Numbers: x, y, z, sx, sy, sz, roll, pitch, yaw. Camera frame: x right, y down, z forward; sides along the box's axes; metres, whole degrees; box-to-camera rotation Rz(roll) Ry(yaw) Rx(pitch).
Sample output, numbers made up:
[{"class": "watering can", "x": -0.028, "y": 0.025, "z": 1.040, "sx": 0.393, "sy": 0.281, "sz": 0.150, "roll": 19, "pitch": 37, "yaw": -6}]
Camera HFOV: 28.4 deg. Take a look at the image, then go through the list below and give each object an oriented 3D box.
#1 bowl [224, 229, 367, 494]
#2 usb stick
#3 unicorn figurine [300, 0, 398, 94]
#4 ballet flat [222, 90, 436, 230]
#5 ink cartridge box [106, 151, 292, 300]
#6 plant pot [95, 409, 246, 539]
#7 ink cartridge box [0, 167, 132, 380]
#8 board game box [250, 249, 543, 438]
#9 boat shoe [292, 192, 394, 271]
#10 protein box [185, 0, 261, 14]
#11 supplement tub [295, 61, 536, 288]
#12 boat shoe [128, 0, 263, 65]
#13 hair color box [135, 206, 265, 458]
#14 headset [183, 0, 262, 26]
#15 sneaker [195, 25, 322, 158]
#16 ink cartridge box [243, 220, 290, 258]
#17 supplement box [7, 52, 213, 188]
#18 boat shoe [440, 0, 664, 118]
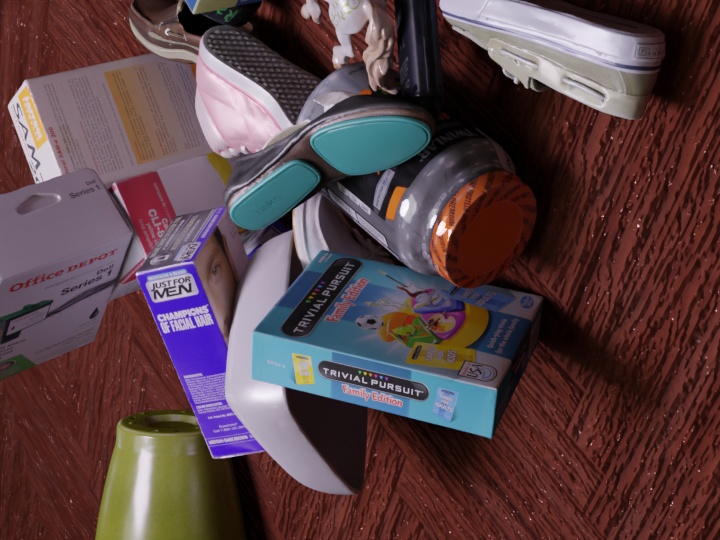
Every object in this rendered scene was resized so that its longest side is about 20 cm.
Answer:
[{"class": "bowl", "x": -0.058, "y": 0.088, "z": 1.279, "sx": 0.200, "sy": 0.074, "sz": 0.202, "roll": 56, "pitch": -151, "yaw": -49}, {"class": "usb stick", "x": 0.044, "y": -0.211, "z": 1.116, "sx": 0.056, "sy": 0.032, "sz": 0.202, "roll": 121, "pitch": 148, "yaw": -68}, {"class": "unicorn figurine", "x": -0.033, "y": -0.237, "z": 1.135, "sx": 0.199, "sy": 0.074, "sz": 0.138, "roll": 37, "pitch": 165, "yaw": 20}, {"class": "ballet flat", "x": -0.030, "y": -0.100, "z": 1.106, "sx": 0.199, "sy": 0.068, "sz": 0.069, "roll": -23, "pitch": 47, "yaw": 28}, {"class": "ink cartridge box", "x": -0.168, "y": -0.054, "z": 1.422, "sx": 0.145, "sy": 0.199, "sz": 0.084, "roll": -35, "pitch": 79, "yaw": 56}, {"class": "plant pot", "x": -0.224, "y": 0.273, "z": 1.693, "sx": 0.200, "sy": 0.199, "sz": 0.195, "roll": 12, "pitch": 103, "yaw": 53}, {"class": "ink cartridge box", "x": -0.312, "y": 0.010, "z": 1.348, "sx": 0.085, "sy": 0.145, "sz": 0.200, "roll": 54, "pitch": 145, "yaw": 17}, {"class": "board game box", "x": 0.032, "y": 0.053, "z": 1.137, "sx": 0.198, "sy": 0.151, "sz": 0.047, "roll": 12, "pitch": 120, "yaw": 16}, {"class": "boat shoe", "x": 0.000, "y": 0.000, "z": 1.274, "sx": 0.069, "sy": 0.071, "sz": 0.201, "roll": -5, "pitch": 138, "yaw": 24}, {"class": "protein box", "x": -0.105, "y": -0.372, "z": 1.232, "sx": 0.200, "sy": 0.134, "sz": 0.200, "roll": 60, "pitch": 145, "yaw": 17}, {"class": "supplement tub", "x": 0.044, "y": -0.078, "z": 1.161, "sx": 0.200, "sy": 0.122, "sz": 0.124, "roll": 40, "pitch": 136, "yaw": 38}, {"class": "boat shoe", "x": -0.163, "y": -0.250, "z": 1.433, "sx": 0.201, "sy": 0.075, "sz": 0.075, "roll": 29, "pitch": 145, "yaw": 33}, {"class": "hair color box", "x": -0.128, "y": 0.057, "z": 1.304, "sx": 0.064, "sy": 0.110, "sz": 0.202, "roll": -11, "pitch": 116, "yaw": 20}, {"class": "headset", "x": -0.162, "y": -0.297, "z": 1.375, "sx": 0.094, "sy": 0.123, "sz": 0.201, "roll": -46, "pitch": 33, "yaw": 27}, {"class": "sneaker", "x": -0.078, "y": -0.135, "z": 1.336, "sx": 0.200, "sy": 0.075, "sz": 0.105, "roll": 38, "pitch": 137, "yaw": 15}, {"class": "ink cartridge box", "x": -0.082, "y": 0.009, "z": 1.429, "sx": 0.099, "sy": 0.039, "sz": 0.200, "roll": 39, "pitch": 148, "yaw": -10}, {"class": "supplement box", "x": -0.253, "y": -0.150, "z": 1.501, "sx": 0.073, "sy": 0.198, "sz": 0.127, "roll": -30, "pitch": 80, "yaw": 57}, {"class": "boat shoe", "x": 0.128, "y": -0.162, "z": 1.024, "sx": 0.199, "sy": 0.071, "sz": 0.063, "roll": 29, "pitch": 116, "yaw": 45}]
